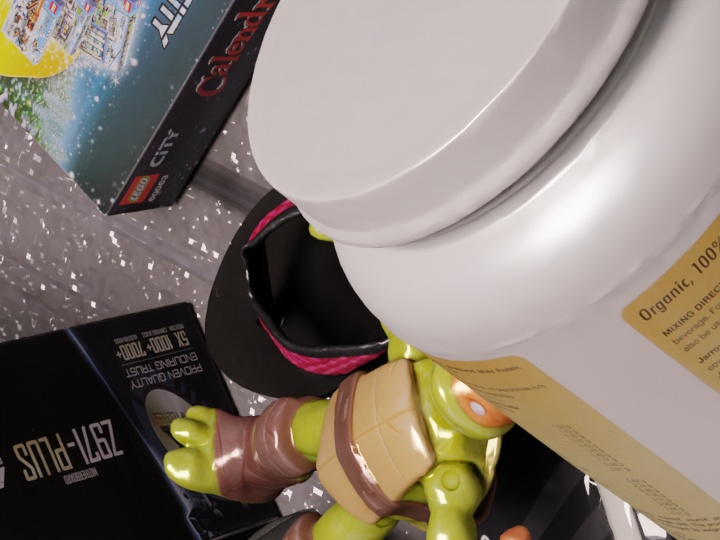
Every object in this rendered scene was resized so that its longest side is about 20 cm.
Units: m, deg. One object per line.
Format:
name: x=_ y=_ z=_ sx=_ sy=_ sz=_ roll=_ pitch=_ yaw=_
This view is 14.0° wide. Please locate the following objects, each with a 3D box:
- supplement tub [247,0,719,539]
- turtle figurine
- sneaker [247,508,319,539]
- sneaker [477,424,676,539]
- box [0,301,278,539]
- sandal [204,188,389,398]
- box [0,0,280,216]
supplement tub: x=0.082 y=-0.019 z=0.753 sx=0.144 sy=0.200 sz=0.145 roll=-33 pitch=37 yaw=29
turtle figurine: x=0.004 y=0.043 z=0.853 sx=0.161 sy=0.064 sz=0.201 roll=-34 pitch=70 yaw=49
sneaker: x=0.035 y=0.134 z=0.923 sx=0.199 sy=0.085 sz=0.075 roll=22 pitch=153 yaw=11
sneaker: x=0.079 y=0.088 z=0.894 sx=0.083 sy=0.071 sz=0.201 roll=-22 pitch=73 yaw=42
box: x=-0.159 y=0.098 z=0.999 sx=0.199 sy=0.163 sz=0.087 roll=-29 pitch=81 yaw=34
sandal: x=0.000 y=0.000 z=0.913 sx=0.200 sy=0.045 sz=0.076 roll=-9 pitch=82 yaw=56
box: x=-0.071 y=-0.138 z=0.976 sx=0.137 sy=0.038 sz=0.200 roll=45 pitch=120 yaw=21
